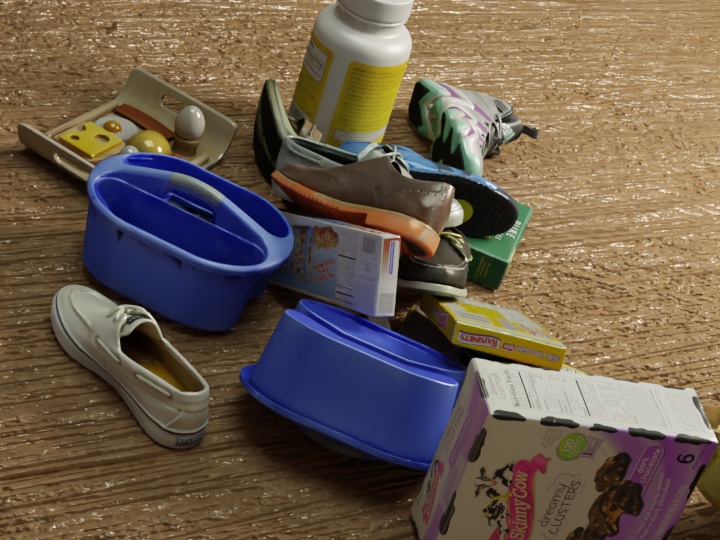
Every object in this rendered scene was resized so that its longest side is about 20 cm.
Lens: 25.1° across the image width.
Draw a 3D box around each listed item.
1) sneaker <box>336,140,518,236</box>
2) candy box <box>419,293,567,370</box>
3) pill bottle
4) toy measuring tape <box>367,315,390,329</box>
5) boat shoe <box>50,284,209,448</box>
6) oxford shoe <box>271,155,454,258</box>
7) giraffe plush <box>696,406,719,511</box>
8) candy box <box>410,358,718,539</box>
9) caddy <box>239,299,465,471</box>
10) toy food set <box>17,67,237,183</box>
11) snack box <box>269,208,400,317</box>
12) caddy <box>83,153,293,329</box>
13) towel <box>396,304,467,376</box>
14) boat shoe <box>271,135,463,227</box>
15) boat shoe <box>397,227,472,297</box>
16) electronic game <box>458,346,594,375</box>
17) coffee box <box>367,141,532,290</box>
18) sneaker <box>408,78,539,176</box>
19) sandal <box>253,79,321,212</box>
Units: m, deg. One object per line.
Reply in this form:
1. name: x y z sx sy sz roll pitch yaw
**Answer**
1. sneaker: 0.068 -0.094 1.664 0.199 0.066 0.079 14 33 -6
2. candy box: 0.116 0.051 1.474 0.102 0.027 0.200 16 5 -7
3. pill bottle: -0.007 -0.223 1.770 0.110 0.201 0.112 13 33 -9
4. toy measuring tape: 0.000 0.000 1.561 0.073 0.074 0.200 11 31 -12
5. boat shoe: -0.194 0.063 1.375 0.071 0.070 0.200 -13 45 -39
6. oxford shoe: 0.003 -0.072 1.513 0.199 0.073 0.071 21 -13 33
7. giraffe plush: 0.373 0.169 1.426 0.171 0.201 0.162 2 22 20
8. candy box: 0.161 0.168 1.312 0.199 0.169 0.072 8 34 -17
9. caddy: -0.004 0.107 1.383 0.199 0.106 0.141 23 9 7
10. toy food set: -0.237 -0.143 1.665 0.143 0.061 0.200 30 34 16
11. snack box: -0.030 -0.010 1.486 0.024 0.072 0.200 -1 9 -33
12. caddy: -0.160 -0.037 1.491 0.199 0.105 0.141 25 32 9
13. towel: 0.114 0.107 1.514 0.199 0.023 0.144 26 33 10
14. boat shoe: 0.007 -0.089 1.572 0.199 0.072 0.070 14 18 19
15. boat shoe: 0.072 -0.013 1.557 0.071 0.061 0.201 13 6 1
16. electronic game: 0.181 0.107 1.436 0.199 0.042 0.200 21 9 -3
17. coffee box: 0.075 -0.059 1.717 0.199 0.044 0.123 22 34 5
18. sneaker: 0.146 -0.155 1.864 0.139 0.078 0.201 5 36 -19
19. sandal: -0.064 -0.119 1.707 0.057 0.080 0.202 -8 51 -28
